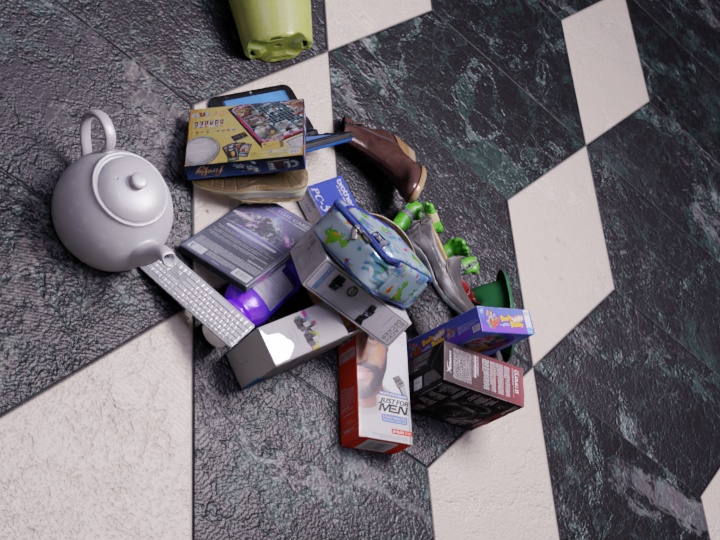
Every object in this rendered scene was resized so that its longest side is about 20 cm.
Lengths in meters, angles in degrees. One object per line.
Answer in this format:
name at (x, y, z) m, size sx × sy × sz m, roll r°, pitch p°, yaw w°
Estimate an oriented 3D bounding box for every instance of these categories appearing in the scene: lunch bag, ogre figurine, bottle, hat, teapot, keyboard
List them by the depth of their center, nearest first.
teapot at (-0.359, -0.108, 1.459) m, size 0.198 × 0.146 × 0.200 m, roll 28°, pitch 52°, yaw -21°
keyboard at (-0.252, 0.040, 1.503) m, size 0.199 × 0.011 × 0.056 m, roll 39°, pitch 59°, yaw 13°
lunch bag at (0.020, -0.029, 1.553) m, size 0.161 × 0.083 × 0.199 m, roll 48°, pitch 11°, yaw 29°
bottle at (-0.175, 0.047, 1.570) m, size 0.084 × 0.065 × 0.200 m, roll 45°, pitch 48°, yaw -2°
ogre figurine at (0.117, -0.040, 1.800) m, size 0.119 × 0.098 × 0.201 m, roll -34°, pitch 78°, yaw -16°
hat at (0.188, 0.080, 1.839) m, size 0.172 × 0.168 × 0.202 m, roll -2°, pitch 39°, yaw -3°

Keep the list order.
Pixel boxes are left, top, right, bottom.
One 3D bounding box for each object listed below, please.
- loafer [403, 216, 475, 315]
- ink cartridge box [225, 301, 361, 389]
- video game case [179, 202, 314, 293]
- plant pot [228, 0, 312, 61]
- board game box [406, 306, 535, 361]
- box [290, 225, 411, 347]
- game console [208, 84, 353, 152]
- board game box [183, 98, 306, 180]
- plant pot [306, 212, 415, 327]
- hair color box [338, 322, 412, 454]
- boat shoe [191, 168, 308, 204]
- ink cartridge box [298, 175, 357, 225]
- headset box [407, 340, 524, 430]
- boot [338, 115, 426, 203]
loafer at (0.149, -0.001, 1.706) m, size 0.201 × 0.072 × 0.073 m, roll 52°, pitch 9°, yaw 0°
ink cartridge box at (-0.102, 0.111, 1.559) m, size 0.198 × 0.115 × 0.069 m, roll -20°, pitch 80°, yaw -42°
video game case at (-0.178, -0.050, 1.604) m, size 0.142 × 0.019 × 0.200 m, roll 30°, pitch 43°, yaw 21°
plant pot at (-0.164, -0.495, 1.799) m, size 0.198 × 0.199 × 0.188 m, roll -5°, pitch 81°, yaw -38°
board game box at (0.187, 0.121, 1.710) m, size 0.133 × 0.199 × 0.046 m, roll 6°, pitch 64°, yaw -39°
box at (-0.016, 0.027, 1.577) m, size 0.199 × 0.060 × 0.117 m, roll 37°, pitch 14°, yaw -31°
game console at (-0.139, -0.268, 1.736) m, size 0.198 × 0.169 × 0.121 m, roll -22°, pitch 107°, yaw -41°
board game box at (-0.189, -0.219, 1.624) m, size 0.196 × 0.035 × 0.137 m, roll -5°, pitch 52°, yaw 4°
plant pot at (0.000, 0.000, 1.681) m, size 0.200 × 0.200 × 0.027 m, roll 45°, pitch 4°, yaw -9°
hair color box at (0.024, 0.197, 1.645) m, size 0.109 × 0.064 × 0.203 m, roll 14°, pitch 58°, yaw -30°
boat shoe at (-0.187, -0.143, 1.642) m, size 0.196 × 0.067 × 0.075 m, roll 5°, pitch 59°, yaw -2°
ink cartridge box at (-0.030, -0.065, 1.755) m, size 0.093 × 0.044 × 0.202 m, roll -23°, pitch 82°, yaw -44°
headset box at (0.179, 0.206, 1.700) m, size 0.197 × 0.148 × 0.078 m, roll 19°, pitch 57°, yaw -27°
boot at (0.035, -0.210, 1.837) m, size 0.164 × 0.073 × 0.201 m, roll 23°, pitch 27°, yaw -19°
